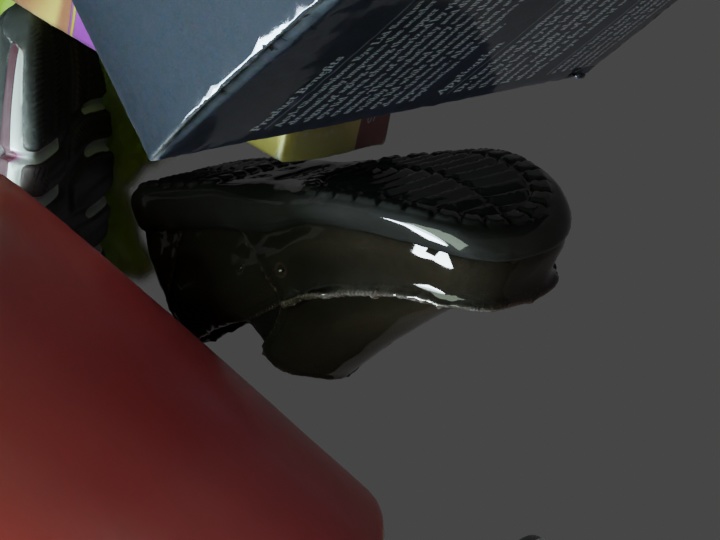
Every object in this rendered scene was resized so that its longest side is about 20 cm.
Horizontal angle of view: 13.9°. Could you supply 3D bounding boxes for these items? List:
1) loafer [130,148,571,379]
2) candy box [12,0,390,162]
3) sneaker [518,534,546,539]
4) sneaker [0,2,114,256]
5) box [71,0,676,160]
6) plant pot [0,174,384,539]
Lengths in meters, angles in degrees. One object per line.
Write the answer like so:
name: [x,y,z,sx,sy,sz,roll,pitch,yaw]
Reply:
loafer: [0.000,0.000,0.991,0.200,0.073,0.072,5,107,54]
candy box: [-0.064,-0.132,1.029,0.200,0.056,0.117,31,119,35]
sneaker: [0.053,0.193,0.976,0.087,0.075,0.201,30,120,30]
sneaker: [-0.156,-0.003,1.109,0.115,0.076,0.201,4,103,17]
box: [0.005,-0.131,0.855,0.104,0.200,0.148,-38,72,43]
plant pot: [-0.101,0.093,1.001,0.177,0.201,0.200,32,132,-14]
